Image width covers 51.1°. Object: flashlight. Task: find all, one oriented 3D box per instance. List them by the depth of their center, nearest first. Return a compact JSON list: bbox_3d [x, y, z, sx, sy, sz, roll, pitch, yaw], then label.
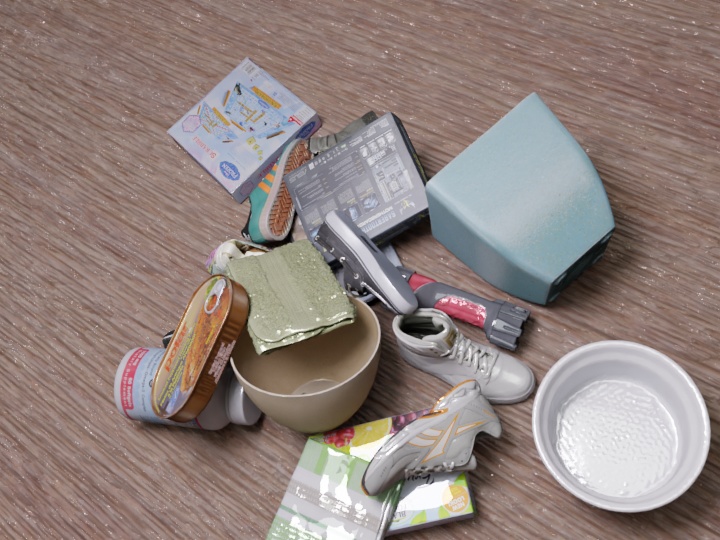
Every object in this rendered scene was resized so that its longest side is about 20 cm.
[{"bbox_3d":[0.130,0.056,1.050,0.198,0.068,0.068,22,111,17],"label":"flashlight"}]

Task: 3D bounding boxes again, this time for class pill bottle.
[{"bbox_3d":[-0.243,0.171,1.084,0.198,0.109,0.110,2,66,17],"label":"pill bottle"}]

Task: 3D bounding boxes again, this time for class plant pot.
[{"bbox_3d":[-0.066,0.140,1.018,0.198,0.136,0.201,-5,38,4],"label":"plant pot"},{"bbox_3d":[0.229,-0.073,1.021,0.196,0.196,0.200,-40,70,-5],"label":"plant pot"}]

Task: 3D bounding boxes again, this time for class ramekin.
[{"bbox_3d":[0.313,0.196,0.920,0.198,0.098,0.203,-6,65,13],"label":"ramekin"}]

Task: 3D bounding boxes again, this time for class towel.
[{"bbox_3d":[-0.044,0.327,0.942,0.148,0.031,0.202,16,73,21],"label":"towel"},{"bbox_3d":[-0.099,0.029,1.027,0.147,0.037,0.200,-19,39,-14],"label":"towel"}]

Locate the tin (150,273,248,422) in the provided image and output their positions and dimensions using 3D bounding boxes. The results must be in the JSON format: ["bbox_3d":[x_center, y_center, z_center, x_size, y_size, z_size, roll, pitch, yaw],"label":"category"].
[{"bbox_3d":[-0.212,0.102,0.992,0.111,0.042,0.202,17,80,48],"label":"tin"}]

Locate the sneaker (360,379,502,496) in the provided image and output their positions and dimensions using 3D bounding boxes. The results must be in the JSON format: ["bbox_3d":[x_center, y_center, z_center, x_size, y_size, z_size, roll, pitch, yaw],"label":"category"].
[{"bbox_3d":[0.092,0.222,0.922,0.199,0.076,0.092,-35,72,-15],"label":"sneaker"}]

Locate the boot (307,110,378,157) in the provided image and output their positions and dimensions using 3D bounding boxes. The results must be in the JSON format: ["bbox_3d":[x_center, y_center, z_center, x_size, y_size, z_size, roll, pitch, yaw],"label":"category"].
[{"bbox_3d":[0.000,-0.158,1.189,0.130,0.068,0.201,-27,53,-3],"label":"boot"}]

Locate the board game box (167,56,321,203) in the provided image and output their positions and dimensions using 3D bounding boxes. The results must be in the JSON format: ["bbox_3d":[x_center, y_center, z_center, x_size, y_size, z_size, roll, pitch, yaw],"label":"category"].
[{"bbox_3d":[-0.202,-0.246,1.304,0.199,0.041,0.200,-44,62,-7],"label":"board game box"}]

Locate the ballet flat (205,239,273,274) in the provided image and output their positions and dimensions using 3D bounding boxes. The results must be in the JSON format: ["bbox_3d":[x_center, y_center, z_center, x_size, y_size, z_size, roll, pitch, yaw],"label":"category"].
[{"bbox_3d":[-0.168,-0.014,1.160,0.198,0.071,0.070,12,74,27],"label":"ballet flat"}]

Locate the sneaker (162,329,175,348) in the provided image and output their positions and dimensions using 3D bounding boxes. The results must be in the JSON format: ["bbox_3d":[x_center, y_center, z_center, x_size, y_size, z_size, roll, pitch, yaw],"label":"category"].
[{"bbox_3d":[-0.201,0.091,1.144,0.198,0.076,0.088,-7,40,17],"label":"sneaker"}]

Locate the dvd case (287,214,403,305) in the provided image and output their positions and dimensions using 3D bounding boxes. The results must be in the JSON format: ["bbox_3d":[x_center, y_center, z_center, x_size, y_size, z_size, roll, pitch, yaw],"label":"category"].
[{"bbox_3d":[-0.025,-0.029,1.166,0.142,0.018,0.201,-27,62,2],"label":"dvd case"}]

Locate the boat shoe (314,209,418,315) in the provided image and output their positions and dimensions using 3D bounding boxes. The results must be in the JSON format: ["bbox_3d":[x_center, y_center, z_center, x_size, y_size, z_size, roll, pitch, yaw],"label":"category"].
[{"bbox_3d":[0.000,0.000,1.034,0.066,0.070,0.200,-49,62,15],"label":"boat shoe"}]

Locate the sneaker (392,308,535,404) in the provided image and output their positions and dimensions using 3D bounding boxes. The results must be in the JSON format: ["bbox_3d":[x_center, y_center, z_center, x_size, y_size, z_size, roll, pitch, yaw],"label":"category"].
[{"bbox_3d":[0.133,0.113,1.001,0.198,0.116,0.074,16,69,21],"label":"sneaker"}]

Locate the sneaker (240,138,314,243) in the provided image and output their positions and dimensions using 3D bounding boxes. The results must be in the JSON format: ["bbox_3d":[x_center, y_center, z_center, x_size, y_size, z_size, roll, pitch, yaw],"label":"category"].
[{"bbox_3d":[-0.138,-0.131,1.215,0.079,0.071,0.201,-6,51,36],"label":"sneaker"}]

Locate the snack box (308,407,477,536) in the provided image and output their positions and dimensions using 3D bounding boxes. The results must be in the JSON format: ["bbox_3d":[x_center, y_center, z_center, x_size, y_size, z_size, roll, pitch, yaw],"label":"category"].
[{"bbox_3d":[0.040,0.270,0.989,0.198,0.053,0.144,-16,64,9],"label":"snack box"}]

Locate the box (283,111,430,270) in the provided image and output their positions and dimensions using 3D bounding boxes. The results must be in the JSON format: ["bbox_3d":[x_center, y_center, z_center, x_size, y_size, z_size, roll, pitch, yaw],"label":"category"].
[{"bbox_3d":[0.000,-0.114,1.117,0.199,0.051,0.159,-29,73,18],"label":"box"}]
